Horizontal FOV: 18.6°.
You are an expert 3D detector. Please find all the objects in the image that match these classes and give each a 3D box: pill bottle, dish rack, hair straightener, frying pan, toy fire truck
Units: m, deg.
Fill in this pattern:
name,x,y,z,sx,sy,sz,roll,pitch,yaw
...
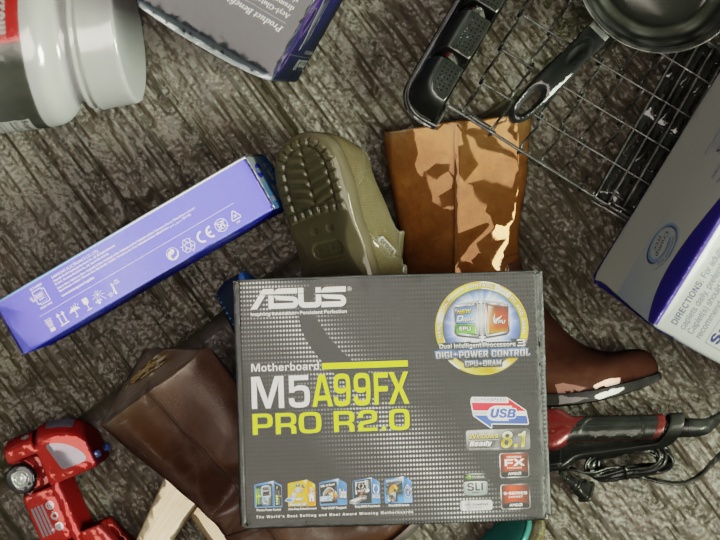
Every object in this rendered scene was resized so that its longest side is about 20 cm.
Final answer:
name,x,y,z,sx,sy,sz,roll,pitch,yaw
pill bottle,-0.254,-0.149,1.495,0.199,0.114,0.114,-7,94,6
dish rack,0.147,-0.127,1.475,0.200,0.055,0.154,31,82,-2
hair straightener,0.159,0.123,1.512,0.199,0.041,0.077,-8,137,10
frying pan,0.183,-0.164,1.440,0.115,0.031,0.190,22,90,0
toy fire truck,-0.152,0.187,1.544,0.141,0.049,0.200,-22,91,6

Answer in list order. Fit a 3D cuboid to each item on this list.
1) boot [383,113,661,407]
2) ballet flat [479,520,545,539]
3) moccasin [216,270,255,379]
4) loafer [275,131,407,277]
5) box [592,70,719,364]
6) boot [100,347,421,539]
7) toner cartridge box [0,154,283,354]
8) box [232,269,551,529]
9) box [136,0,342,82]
name,x,y,z,sx,sy,sz,roll,pitch,yaw
boot,0.111,-0.007,1.510,0.188,0.068,0.201,-1,87,13
ballet flat,0.072,0.253,1.526,0.071,0.071,0.200,42,96,1
moccasin,-0.050,0.098,1.513,0.068,0.080,0.200,-30,90,11
loafer,0.000,0.000,1.480,0.076,0.067,0.200,-2,104,37
box,0.288,-0.014,1.423,0.200,0.105,0.184,28,97,-24
boot,-0.052,0.109,1.458,0.186,0.064,0.200,-38,98,15
toner cartridge box,-0.147,-0.012,1.505,0.200,0.095,0.043,-30,91,6
box,0.020,0.083,1.410,0.199,0.044,0.161,-1,87,-1
box,-0.047,-0.232,1.452,0.104,0.148,0.200,30,98,2
